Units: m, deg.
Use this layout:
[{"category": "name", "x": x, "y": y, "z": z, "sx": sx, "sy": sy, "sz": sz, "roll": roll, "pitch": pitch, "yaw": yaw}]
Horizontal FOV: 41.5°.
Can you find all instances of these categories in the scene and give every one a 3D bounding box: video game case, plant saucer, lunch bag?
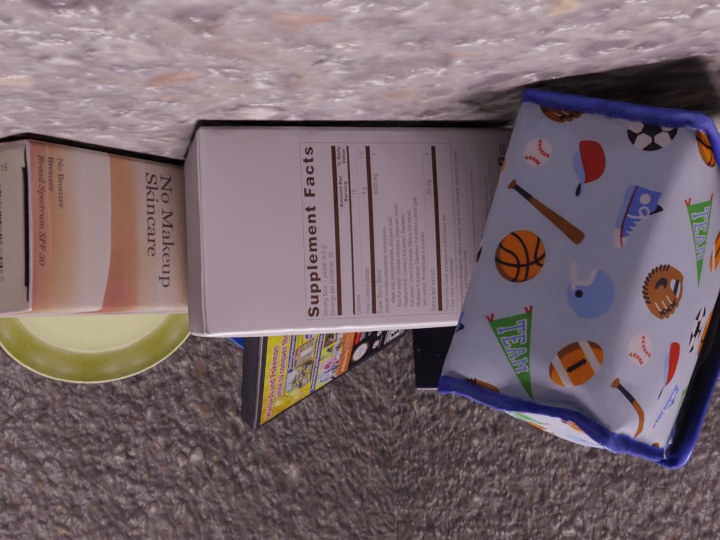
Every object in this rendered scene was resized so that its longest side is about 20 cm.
[{"category": "video game case", "x": -0.019, "y": 0.030, "z": 0.787, "sx": 0.179, "sy": 0.026, "sz": 0.202, "roll": -30, "pitch": 151, "yaw": -29}, {"category": "plant saucer", "x": -0.245, "y": 0.020, "z": 0.888, "sx": 0.196, "sy": 0.203, "sz": 0.031, "roll": -2, "pitch": -144, "yaw": -20}, {"category": "lunch bag", "x": 0.150, "y": 0.016, "z": 0.540, "sx": 0.122, "sy": 0.173, "sz": 0.199, "roll": 17, "pitch": 175, "yaw": 31}]

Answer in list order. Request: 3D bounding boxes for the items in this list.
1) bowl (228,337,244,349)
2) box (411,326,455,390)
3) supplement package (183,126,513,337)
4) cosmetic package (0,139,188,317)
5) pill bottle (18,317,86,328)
[{"category": "bowl", "x": -0.096, "y": 0.019, "z": 0.913, "sx": 0.198, "sy": 0.040, "sz": 0.202, "roll": 27, "pitch": 149, "yaw": 17}, {"category": "box", "x": 0.161, "y": 0.043, "z": 1.194, "sx": 0.179, "sy": 0.204, "sz": 0.103, "roll": 0, "pitch": 174, "yaw": -34}, {"category": "supplement package", "x": -0.010, "y": -0.022, "z": 0.609, "sx": 0.196, "sy": 0.122, "sz": 0.121, "roll": -2, "pitch": 178, "yaw": -14}, {"category": "cosmetic package", "x": -0.171, "y": -0.021, "z": 0.639, "sx": 0.086, "sy": 0.106, "sz": 0.199, "roll": -4, "pitch": 178, "yaw": 30}, {"category": "pill bottle", "x": -0.277, "y": 0.008, "z": 0.968, "sx": 0.197, "sy": 0.112, "sz": 0.109, "roll": -1, "pitch": 176, "yaw": -35}]
